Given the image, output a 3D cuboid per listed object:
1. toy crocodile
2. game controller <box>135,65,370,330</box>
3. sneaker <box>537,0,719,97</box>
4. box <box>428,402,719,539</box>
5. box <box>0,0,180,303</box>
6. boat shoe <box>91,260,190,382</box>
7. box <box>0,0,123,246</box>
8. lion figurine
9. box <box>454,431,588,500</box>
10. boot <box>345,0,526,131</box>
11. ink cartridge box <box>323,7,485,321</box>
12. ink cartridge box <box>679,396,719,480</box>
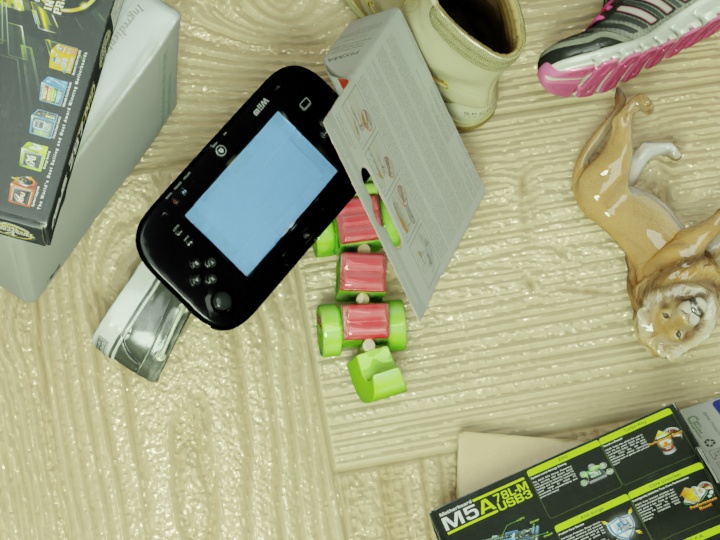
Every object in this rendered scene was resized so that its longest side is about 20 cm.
[{"bbox_3d":[0.000,0.000,1.458,0.067,0.062,0.202,-3,75,-8],"label":"toy crocodile"},{"bbox_3d":[-0.073,-0.054,1.409,0.104,0.042,0.200,48,64,-17],"label":"game controller"},{"bbox_3d":[0.211,-0.204,1.533,0.199,0.074,0.088,-27,81,-18],"label":"sneaker"},{"bbox_3d":[0.171,0.211,1.358,0.198,0.048,0.194,-24,48,-3],"label":"box"},{"bbox_3d":[-0.247,-0.118,1.385,0.171,0.199,0.201,35,75,3],"label":"box"},{"bbox_3d":[-0.117,-0.012,1.446,0.063,0.071,0.201,32,82,2],"label":"boat shoe"},{"bbox_3d":[-0.248,-0.133,1.260,0.160,0.049,0.202,15,74,0],"label":"box"},{"bbox_3d":[0.216,-0.035,1.499,0.122,0.073,0.200,-38,68,-2],"label":"lion figurine"},{"bbox_3d":[0.146,0.224,1.439,0.162,0.021,0.202,5,76,-6],"label":"box"},{"bbox_3d":[0.047,-0.213,1.470,0.072,0.156,0.201,-30,81,-13],"label":"boot"},{"bbox_3d":[0.018,-0.075,1.396,0.164,0.057,0.200,63,32,-20],"label":"ink cartridge box"},{"bbox_3d":[0.335,0.117,1.459,0.198,0.037,0.095,-18,39,-9],"label":"ink cartridge box"}]
